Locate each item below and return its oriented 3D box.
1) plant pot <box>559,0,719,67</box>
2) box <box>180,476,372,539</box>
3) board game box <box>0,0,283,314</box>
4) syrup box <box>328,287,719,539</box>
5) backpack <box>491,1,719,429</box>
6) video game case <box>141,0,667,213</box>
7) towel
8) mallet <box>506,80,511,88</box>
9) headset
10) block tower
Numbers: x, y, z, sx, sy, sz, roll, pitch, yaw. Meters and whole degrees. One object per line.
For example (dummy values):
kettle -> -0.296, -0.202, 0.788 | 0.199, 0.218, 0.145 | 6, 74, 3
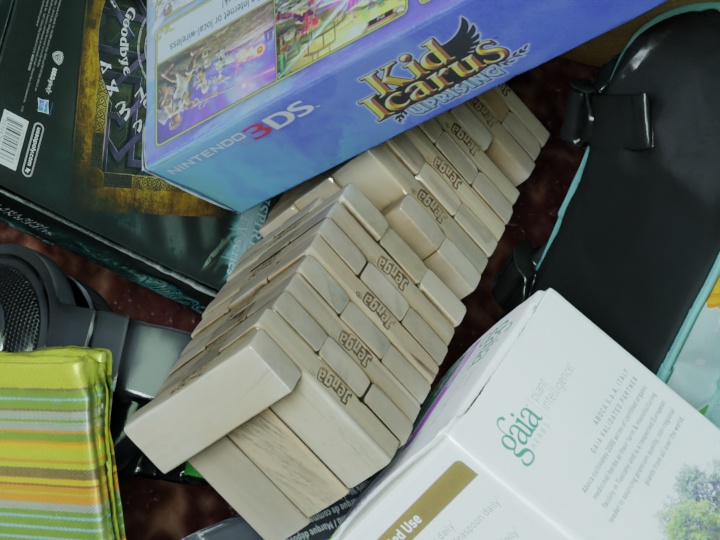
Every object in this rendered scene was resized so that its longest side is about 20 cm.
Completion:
plant pot -> 0.106, -0.138, 0.783 | 0.200, 0.186, 0.187 | 26, 70, -41
box -> -0.014, 0.175, 0.712 | 0.106, 0.122, 0.200 | -14, 77, -53
board game box -> -0.062, -0.097, 0.794 | 0.135, 0.028, 0.200 | 28, 67, -40
syrup box -> 0.092, 0.107, 0.676 | 0.200, 0.081, 0.079 | 39, 40, 0
backpack -> 0.166, 0.009, 0.757 | 0.200, 0.176, 0.153 | -9, 43, -32
video game case -> 0.020, -0.135, 0.685 | 0.045, 0.200, 0.181 | 27, 50, -42
towel -> -0.091, 0.121, 0.683 | 0.018, 0.086, 0.200 | -14, 99, -47
mallet -> -0.024, -0.098, 0.789 | 0.200, 0.041, 0.066 | 19, 71, -38
headset -> -0.103, 0.023, 0.756 | 0.200, 0.124, 0.094 | 9, 74, 9
block tower -> 0.000, 0.000, 0.708 | 0.058, 0.054, 0.200 | 47, 34, -10
